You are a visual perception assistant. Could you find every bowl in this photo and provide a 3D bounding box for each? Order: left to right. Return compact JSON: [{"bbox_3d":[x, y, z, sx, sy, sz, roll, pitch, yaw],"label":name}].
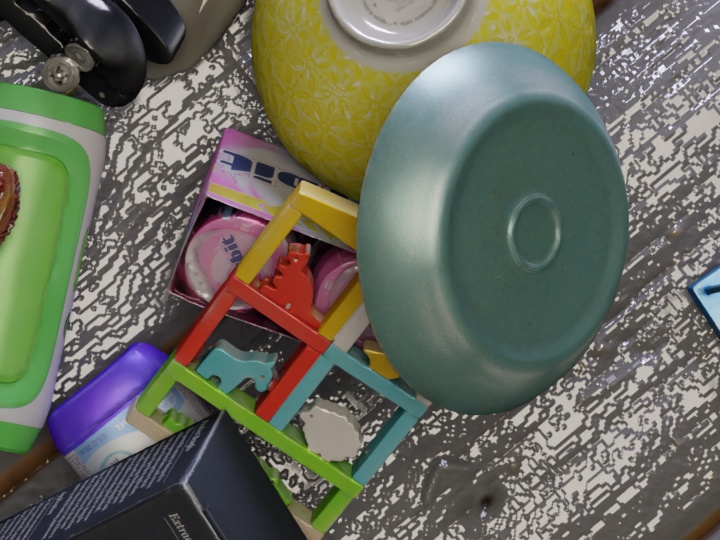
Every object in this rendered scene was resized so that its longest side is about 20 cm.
[{"bbox_3d":[0.029,-0.142,1.508,0.200,0.108,0.201,-2,75,8],"label":"bowl"}]

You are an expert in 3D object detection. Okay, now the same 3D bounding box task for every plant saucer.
[{"bbox_3d":[0.082,-0.021,1.451,0.200,0.036,0.200,-4,96,-43],"label":"plant saucer"}]

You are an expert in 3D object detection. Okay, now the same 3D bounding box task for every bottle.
[{"bbox_3d":[-0.090,0.138,1.560,0.083,0.065,0.200,-38,92,-1],"label":"bottle"}]

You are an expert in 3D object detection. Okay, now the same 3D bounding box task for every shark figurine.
[{"bbox_3d":[-0.090,-0.230,1.569,0.128,0.089,0.215,-16,91,-8],"label":"shark figurine"}]

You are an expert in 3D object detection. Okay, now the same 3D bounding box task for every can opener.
[{"bbox_3d":[-0.193,-0.168,1.532,0.200,0.063,0.079,38,44,-10],"label":"can opener"}]

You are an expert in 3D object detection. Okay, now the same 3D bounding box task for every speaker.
[{"bbox_3d":[-0.201,-0.001,1.546,0.088,0.088,0.200,13,86,-6],"label":"speaker"}]

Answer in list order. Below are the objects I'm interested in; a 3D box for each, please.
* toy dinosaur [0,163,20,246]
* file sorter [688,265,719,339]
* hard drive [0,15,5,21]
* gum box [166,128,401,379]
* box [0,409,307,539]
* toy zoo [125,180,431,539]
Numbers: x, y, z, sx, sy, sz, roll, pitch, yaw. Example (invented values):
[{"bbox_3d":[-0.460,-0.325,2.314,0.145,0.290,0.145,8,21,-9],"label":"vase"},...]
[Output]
[{"bbox_3d":[-0.276,0.050,1.512,0.200,0.181,0.105,-38,98,-33],"label":"toy dinosaur"},{"bbox_3d":[0.321,0.011,1.585,0.200,0.123,0.139,-34,92,-7],"label":"file sorter"},{"bbox_3d":[-0.296,-0.182,1.524,0.200,0.038,0.140,-20,90,-35],"label":"hard drive"},{"bbox_3d":[0.000,0.000,1.546,0.200,0.114,0.066,20,111,-5],"label":"gum box"},{"bbox_3d":[-0.128,0.194,1.487,0.200,0.107,0.149,-27,103,17],"label":"box"},{"bbox_3d":[-0.019,0.041,1.490,0.131,0.020,0.200,34,110,-10],"label":"toy zoo"}]
